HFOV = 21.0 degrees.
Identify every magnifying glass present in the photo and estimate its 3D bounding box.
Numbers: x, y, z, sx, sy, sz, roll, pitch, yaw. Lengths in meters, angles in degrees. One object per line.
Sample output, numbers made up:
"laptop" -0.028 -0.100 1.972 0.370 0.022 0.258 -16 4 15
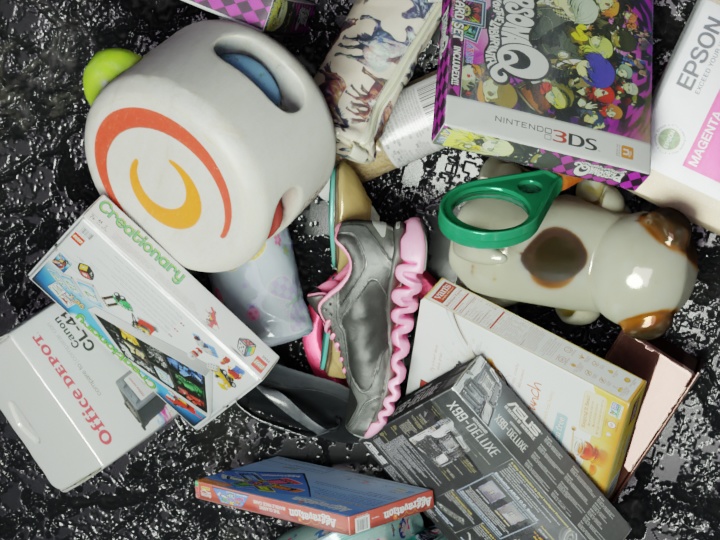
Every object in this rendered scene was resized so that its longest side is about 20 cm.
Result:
"magnifying glass" 0.144 -0.066 1.597 0.080 0.200 0.022 30 135 36

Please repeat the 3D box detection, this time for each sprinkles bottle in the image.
"sprinkles bottle" 0.044 -0.129 1.707 0.200 0.068 0.068 -23 94 13

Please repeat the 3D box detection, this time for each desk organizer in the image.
"desk organizer" 0.216 0.146 1.716 0.077 0.072 0.200 33 103 7

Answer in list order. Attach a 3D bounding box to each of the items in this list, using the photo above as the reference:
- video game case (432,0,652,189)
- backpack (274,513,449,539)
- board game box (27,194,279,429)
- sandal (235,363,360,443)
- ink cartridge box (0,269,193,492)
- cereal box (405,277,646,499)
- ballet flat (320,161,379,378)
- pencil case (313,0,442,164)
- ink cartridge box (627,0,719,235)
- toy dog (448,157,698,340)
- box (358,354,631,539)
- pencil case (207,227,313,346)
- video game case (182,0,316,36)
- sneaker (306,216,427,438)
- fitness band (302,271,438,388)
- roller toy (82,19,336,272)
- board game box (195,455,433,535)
"video game case" 0.153 -0.178 1.604 0.181 0.036 0.200 13 63 -14
"backpack" -0.011 0.289 1.703 0.177 0.200 0.151 -22 97 26
"board game box" -0.175 0.038 1.628 0.200 0.035 0.126 43 142 -7
"sandal" -0.080 0.113 1.713 0.200 0.043 0.076 24 144 -18
"ink cartridge box" -0.219 0.080 1.720 0.148 0.200 0.086 55 137 -3
"cereal box" 0.135 0.107 1.651 0.200 0.040 0.144 26 137 19
"ballet flat" 0.000 0.000 1.702 0.063 0.069 0.200 3 113 0
"pencil case" 0.017 -0.183 1.657 0.078 0.089 0.200 37 74 -35
"ink cartridge box" 0.330 -0.131 1.649 0.165 0.075 0.200 25 103 5
"toy dog" 0.187 -0.020 1.640 0.200 0.194 0.140 14 89 15
"box" 0.112 0.182 1.663 0.200 0.050 0.158 48 143 -4
"pencil case" -0.099 -0.026 1.729 0.083 0.091 0.200 -13 89 15
"video game case" -0.149 -0.253 1.667 0.200 0.181 0.036 23 99 7
"sneaker" -0.002 0.045 1.654 0.095 0.079 0.200 8 105 -6
"fitness band" 0.039 0.080 1.760 0.144 0.037 0.200 -42 90 11
"roller toy" -0.118 -0.103 1.590 0.182 0.140 0.200 6 126 36
"board game box" -0.043 0.197 1.707 0.200 0.103 0.019 6 102 46
